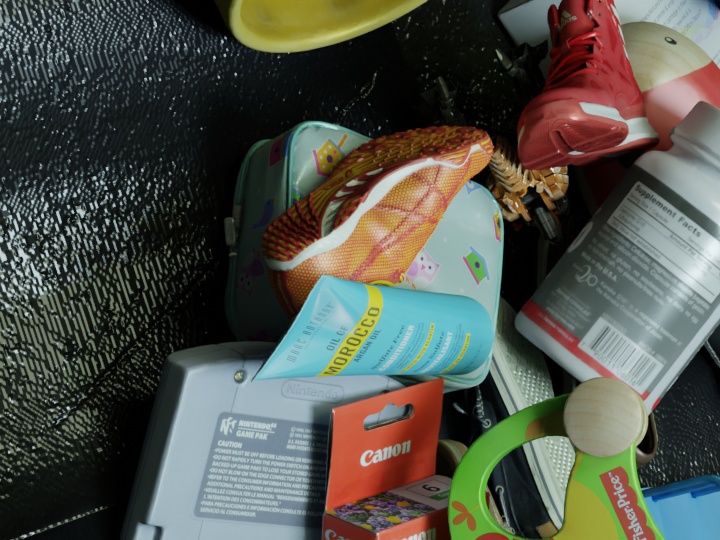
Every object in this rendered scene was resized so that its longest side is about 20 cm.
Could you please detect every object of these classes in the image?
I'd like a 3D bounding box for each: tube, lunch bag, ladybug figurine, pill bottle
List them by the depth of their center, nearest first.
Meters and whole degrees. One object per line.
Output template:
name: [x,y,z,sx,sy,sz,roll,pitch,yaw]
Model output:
tube: [0.011,0.036,1.403,0.050,0.078,0.200,38,18,29]
lunch bag: [0.000,0.000,1.523,0.200,0.077,0.161,19,68,-36]
pill bottle: [0.207,-0.008,1.582,0.114,0.114,0.200,36,93,-29]
ladybug figurine: [0.225,-0.082,1.683,0.135,0.072,0.200,-24,102,-11]

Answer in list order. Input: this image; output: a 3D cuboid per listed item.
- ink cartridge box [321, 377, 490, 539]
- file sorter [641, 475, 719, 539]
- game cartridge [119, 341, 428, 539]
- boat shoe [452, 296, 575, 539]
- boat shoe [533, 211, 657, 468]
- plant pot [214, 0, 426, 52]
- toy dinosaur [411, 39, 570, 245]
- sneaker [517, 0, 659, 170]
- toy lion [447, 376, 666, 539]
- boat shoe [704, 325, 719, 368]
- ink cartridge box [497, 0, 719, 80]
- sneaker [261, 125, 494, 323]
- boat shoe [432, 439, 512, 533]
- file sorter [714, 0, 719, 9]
ink cartridge box: [0.028,0.176,1.449,0.109,0.050,0.201,-13,112,-45]
file sorter: [0.288,0.213,1.682,0.200,0.123,0.139,0,75,-43]
game cartridge: [-0.049,0.112,1.427,0.200,0.041,0.134,11,92,-41]
boat shoe: [0.100,0.100,1.596,0.075,0.062,0.200,18,48,-54]
boat shoe: [0.180,0.050,1.680,0.075,0.075,0.203,4,73,-43]
plant pot: [-0.033,-0.275,1.523,0.200,0.201,0.189,-8,66,-45]
toy dinosaur: [0.112,-0.082,1.617,0.102,0.200,0.136,-22,83,-11]
sneaker: [0.136,-0.132,1.552,0.200,0.078,0.116,6,67,-73]
toy lion: [0.113,0.187,1.404,0.069,0.191,0.200,26,41,-79]
boat shoe: [0.322,0.090,1.808,0.200,0.074,0.060,48,43,-31]
ink cartridge box: [0.214,-0.163,1.783,0.200,0.085,0.145,57,45,-14]
sneaker: [0.012,-0.031,1.457,0.200,0.073,0.077,-37,125,-34]
boat shoe: [0.077,0.203,1.535,0.066,0.074,0.201,-20,100,-49]
file sorter: [0.296,-0.289,1.805,0.139,0.123,0.200,55,5,-9]
